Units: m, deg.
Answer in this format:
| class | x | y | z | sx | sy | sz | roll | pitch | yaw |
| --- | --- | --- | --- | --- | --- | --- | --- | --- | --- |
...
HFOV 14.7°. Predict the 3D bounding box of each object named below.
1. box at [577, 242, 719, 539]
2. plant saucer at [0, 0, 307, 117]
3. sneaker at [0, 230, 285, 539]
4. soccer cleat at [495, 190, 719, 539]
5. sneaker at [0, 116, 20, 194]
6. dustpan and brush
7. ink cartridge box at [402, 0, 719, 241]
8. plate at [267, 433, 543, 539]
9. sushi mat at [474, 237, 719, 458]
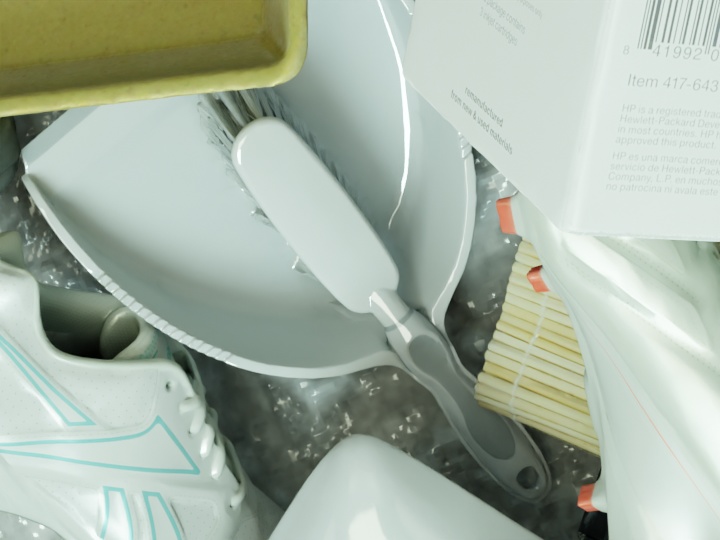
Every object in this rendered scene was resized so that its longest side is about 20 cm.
| class | x | y | z | sx | sy | sz | roll | pitch | yaw |
| --- | --- | --- | --- | --- | --- | --- | --- | --- | --- |
| box | 0.175 | 0.026 | 0.901 | 0.158 | 0.046 | 0.201 | 23 | 109 | 11 |
| plant saucer | -0.103 | -0.140 | 0.913 | 0.199 | 0.048 | 0.201 | -5 | 75 | 18 |
| sneaker | -0.074 | 0.060 | 0.942 | 0.200 | 0.071 | 0.080 | 34 | 103 | -32 |
| soccer cleat | 0.095 | 0.014 | 0.850 | 0.077 | 0.069 | 0.201 | -9 | 100 | 27 |
| sneaker | -0.161 | 0.008 | 0.977 | 0.199 | 0.076 | 0.116 | -12 | 113 | 50 |
| dustpan and brush | 0.000 | 0.000 | 0.935 | 0.139 | 0.057 | 0.200 | -40 | 117 | -2 |
| ink cartridge box | 0.105 | -0.121 | 0.729 | 0.128 | 0.125 | 0.201 | 3 | 111 | -21 |
| plate | 0.027 | 0.180 | 0.914 | 0.199 | 0.032 | 0.200 | 32 | 112 | -7 |
| sushi mat | 0.131 | 0.036 | 0.875 | 0.199 | 0.012 | 0.096 | 23 | 109 | 26 |
